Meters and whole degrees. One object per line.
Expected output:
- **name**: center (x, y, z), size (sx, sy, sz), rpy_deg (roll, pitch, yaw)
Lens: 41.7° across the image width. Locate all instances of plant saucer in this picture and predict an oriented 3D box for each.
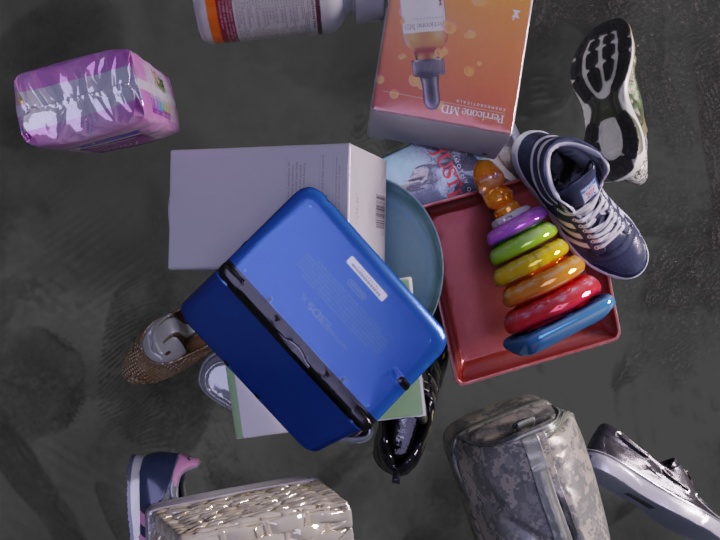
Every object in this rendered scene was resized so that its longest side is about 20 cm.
- **plant saucer**: center (0.000, 0.000, 1.015), size (0.196, 0.027, 0.205), rpy_deg (-1, 88, 25)
- **plant saucer**: center (0.173, 0.002, 1.042), size (0.196, 0.037, 0.204), rpy_deg (-15, 98, -7)

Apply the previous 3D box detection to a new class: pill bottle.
- **pill bottle**: center (-0.076, -0.304, 1.004), size (0.196, 0.110, 0.112), rpy_deg (-5, 89, 0)

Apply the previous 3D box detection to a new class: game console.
- **game console**: center (-0.048, 0.052, 0.898), size (0.171, 0.118, 0.200), rpy_deg (-44, 97, -8)

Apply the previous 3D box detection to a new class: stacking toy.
- **stacking toy**: center (0.169, -0.024, 0.980), size (0.108, 0.116, 0.203), rpy_deg (-25, 86, -9)

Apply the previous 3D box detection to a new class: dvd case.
- **dvd case**: center (0.102, -0.083, 1.060), size (0.197, 0.022, 0.148), rpy_deg (-24, 91, -6)

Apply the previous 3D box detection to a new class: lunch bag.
- **lunch bag**: center (0.182, 0.243, 0.987), size (0.137, 0.168, 0.204), rpy_deg (-18, 91, -4)

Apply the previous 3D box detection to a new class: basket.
- **basket**: center (-0.106, 0.297, 0.959), size (0.196, 0.123, 0.139), rpy_deg (-5, 90, -26)

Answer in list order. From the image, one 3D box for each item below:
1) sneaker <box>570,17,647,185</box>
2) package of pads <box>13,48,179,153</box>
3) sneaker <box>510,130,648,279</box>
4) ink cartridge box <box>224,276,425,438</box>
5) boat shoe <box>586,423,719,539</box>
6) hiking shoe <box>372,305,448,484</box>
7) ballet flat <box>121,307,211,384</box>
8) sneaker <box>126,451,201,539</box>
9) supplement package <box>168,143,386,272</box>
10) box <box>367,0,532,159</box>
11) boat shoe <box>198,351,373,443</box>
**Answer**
- **sneaker**: center (0.287, -0.182, 1.060), size (0.076, 0.088, 0.204), rpy_deg (-10, 69, 34)
- **package of pads**: center (-0.258, -0.164, 0.949), size (0.118, 0.200, 0.077), rpy_deg (-12, 95, 0)
- **sneaker**: center (0.238, -0.061, 0.971), size (0.070, 0.108, 0.200), rpy_deg (-44, 101, -1)
- **ink cartridge box**: center (-0.039, 0.085, 0.962), size (0.196, 0.048, 0.149), rpy_deg (-7, 98, 0)
- **boat shoe**: center (0.333, 0.236, 1.051), size (0.198, 0.070, 0.067), rpy_deg (31, 69, -5)
- **hiking shoe**: center (0.060, 0.124, 1.014), size (0.074, 0.101, 0.204), rpy_deg (7, 88, -4)
- **ballet flat**: center (-0.175, 0.056, 1.009), size (0.198, 0.065, 0.071), rpy_deg (-29, 67, -1)
- **sneaker**: center (-0.200, 0.295, 1.009), size (0.080, 0.070, 0.204), rpy_deg (-6, 91, -2)
- **supplement package**: center (-0.083, -0.059, 0.968), size (0.196, 0.119, 0.124), rpy_deg (1, 89, 19)
- **box**: center (0.096, -0.239, 1.008), size (0.149, 0.106, 0.204), rpy_deg (9, 83, -1)
- **boat shoe**: center (-0.079, 0.138, 1.022), size (0.199, 0.065, 0.076), rpy_deg (23, 88, -3)
